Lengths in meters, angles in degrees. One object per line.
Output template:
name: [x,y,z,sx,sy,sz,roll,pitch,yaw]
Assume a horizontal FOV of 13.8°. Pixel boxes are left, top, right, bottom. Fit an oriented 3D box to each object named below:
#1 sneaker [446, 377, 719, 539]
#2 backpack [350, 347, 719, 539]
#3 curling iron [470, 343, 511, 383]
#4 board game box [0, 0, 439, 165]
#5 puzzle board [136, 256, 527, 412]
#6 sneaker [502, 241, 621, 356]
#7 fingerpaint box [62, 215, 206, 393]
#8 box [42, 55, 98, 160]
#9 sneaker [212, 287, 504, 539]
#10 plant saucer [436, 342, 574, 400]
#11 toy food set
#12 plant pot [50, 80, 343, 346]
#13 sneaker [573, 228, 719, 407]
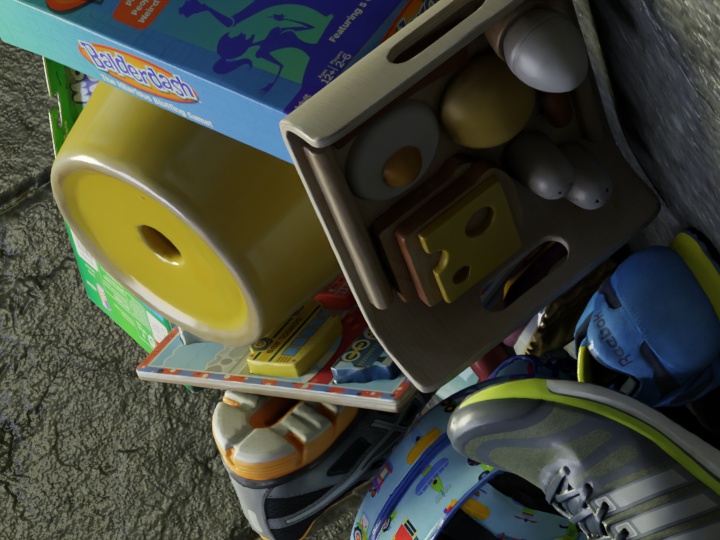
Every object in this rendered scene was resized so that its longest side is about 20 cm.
sneaker: [0.127,0.112,1.329,0.200,0.081,0.074,24,157,10]
backpack: [0.075,0.128,1.485,0.200,0.183,0.135,15,-154,-46]
curling iron: [0.061,0.056,1.575,0.200,0.050,0.026,43,177,-26]
board game box: [-0.050,-0.137,1.323,0.200,0.152,0.045,23,154,34]
puzzle board: [0.000,0.000,1.476,0.151,0.200,0.017,6,125,31]
sneaker: [0.087,-0.002,1.590,0.090,0.075,0.200,54,173,8]
fingerpaint box: [-0.057,-0.017,1.648,0.200,0.167,0.073,33,142,64]
box: [-0.101,-0.102,1.553,0.200,0.048,0.117,-30,-64,-58]
sneaker: [0.000,0.059,1.480,0.078,0.200,0.077,24,135,34]
plant saucer: [0.079,0.059,1.697,0.200,0.036,0.200,31,-170,-6]
toy food set: [0.056,-0.043,1.268,0.060,0.144,0.200,44,167,35]
plant pot: [-0.043,-0.074,1.432,0.201,0.189,0.201,33,157,16]
sneaker: [0.128,0.035,1.395,0.066,0.078,0.200,57,176,11]
